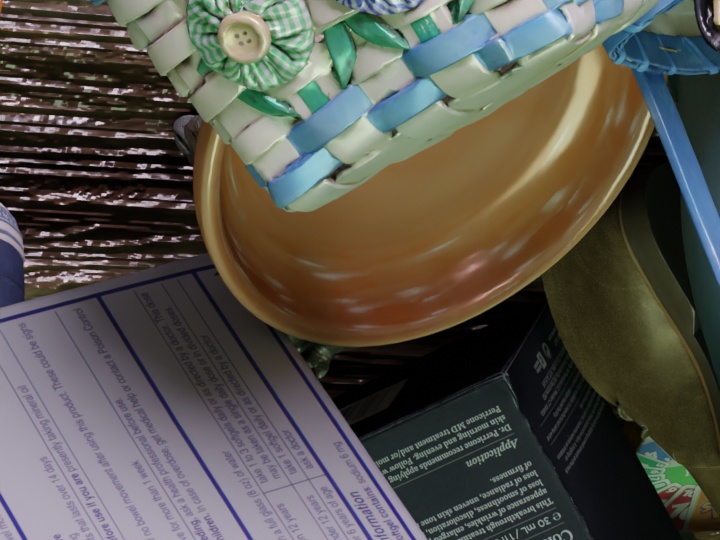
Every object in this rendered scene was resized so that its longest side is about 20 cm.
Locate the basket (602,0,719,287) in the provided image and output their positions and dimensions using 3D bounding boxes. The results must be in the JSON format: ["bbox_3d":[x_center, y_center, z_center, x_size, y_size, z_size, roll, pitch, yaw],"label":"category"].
[{"bbox_3d":[0.158,-0.101,0.968,0.176,0.201,0.139,-33,169,27],"label":"basket"}]

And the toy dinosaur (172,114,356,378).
[{"bbox_3d":[0.000,0.000,1.202,0.199,0.077,0.102,17,145,-31],"label":"toy dinosaur"}]

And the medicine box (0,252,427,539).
[{"bbox_3d":[-0.099,0.108,1.083,0.199,0.182,0.103,-16,141,-27],"label":"medicine box"}]

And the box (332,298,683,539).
[{"bbox_3d":[0.035,0.144,1.317,0.199,0.104,0.183,-25,100,22],"label":"box"}]

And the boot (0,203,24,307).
[{"bbox_3d":[-0.213,0.054,1.208,0.073,0.091,0.200,22,135,-39],"label":"boot"}]

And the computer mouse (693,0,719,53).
[{"bbox_3d":[0.113,-0.167,0.893,0.058,0.201,0.034,-4,179,26],"label":"computer mouse"}]

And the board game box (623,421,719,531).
[{"bbox_3d":[0.180,0.067,1.399,0.095,0.030,0.200,-1,143,-14],"label":"board game box"}]

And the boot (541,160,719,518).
[{"bbox_3d":[0.144,0.054,1.249,0.075,0.201,0.074,-20,-172,40],"label":"boot"}]

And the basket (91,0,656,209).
[{"bbox_3d":[-0.008,-0.138,0.902,0.176,0.201,0.139,-31,177,31],"label":"basket"}]

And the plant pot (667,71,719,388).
[{"bbox_3d":[0.208,-0.030,1.102,0.199,0.189,0.200,-12,146,-8],"label":"plant pot"}]

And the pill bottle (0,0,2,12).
[{"bbox_3d":[-0.189,-0.056,1.032,0.112,0.113,0.200,-1,146,-15],"label":"pill bottle"}]

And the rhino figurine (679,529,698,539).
[{"bbox_3d":[0.174,0.169,1.439,0.200,0.060,0.088,-37,141,-24],"label":"rhino figurine"}]

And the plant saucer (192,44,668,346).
[{"bbox_3d":[0.024,-0.062,1.098,0.199,0.037,0.201,-19,134,-21],"label":"plant saucer"}]
